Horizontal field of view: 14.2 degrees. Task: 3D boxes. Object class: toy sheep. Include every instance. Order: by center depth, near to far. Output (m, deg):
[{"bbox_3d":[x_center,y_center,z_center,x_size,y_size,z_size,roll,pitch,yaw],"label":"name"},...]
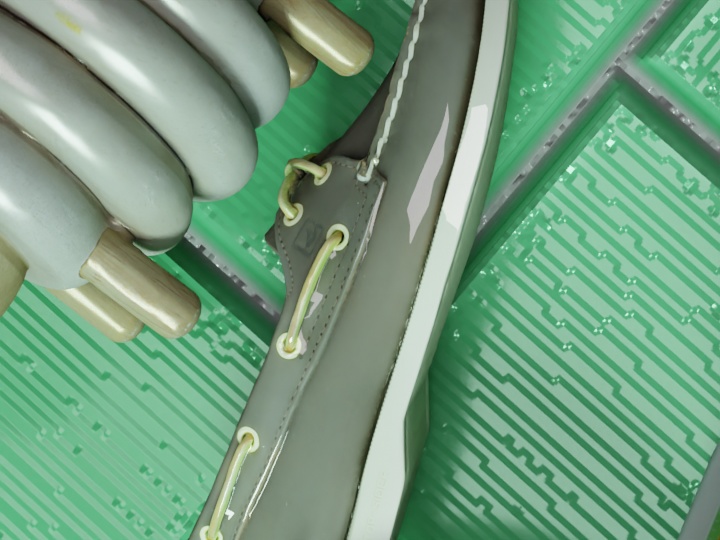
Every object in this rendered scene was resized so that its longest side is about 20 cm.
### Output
[{"bbox_3d":[-0.077,-0.064,0.798,0.137,0.138,0.201,30,74,8],"label":"toy sheep"}]

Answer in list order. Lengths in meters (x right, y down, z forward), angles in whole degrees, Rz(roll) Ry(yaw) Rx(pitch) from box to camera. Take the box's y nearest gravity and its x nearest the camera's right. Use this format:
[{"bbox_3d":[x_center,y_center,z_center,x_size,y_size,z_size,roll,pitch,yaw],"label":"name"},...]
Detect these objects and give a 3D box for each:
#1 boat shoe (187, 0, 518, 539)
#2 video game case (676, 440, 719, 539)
[{"bbox_3d":[0.000,0.000,0.830,0.060,0.072,0.203,15,100,5],"label":"boat shoe"},{"bbox_3d":[0.166,0.131,0.755,0.199,0.182,0.022,21,123,9],"label":"video game case"}]
